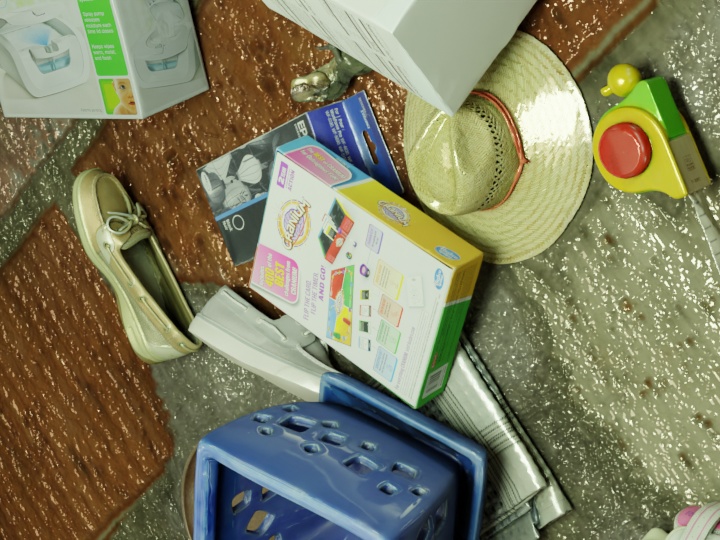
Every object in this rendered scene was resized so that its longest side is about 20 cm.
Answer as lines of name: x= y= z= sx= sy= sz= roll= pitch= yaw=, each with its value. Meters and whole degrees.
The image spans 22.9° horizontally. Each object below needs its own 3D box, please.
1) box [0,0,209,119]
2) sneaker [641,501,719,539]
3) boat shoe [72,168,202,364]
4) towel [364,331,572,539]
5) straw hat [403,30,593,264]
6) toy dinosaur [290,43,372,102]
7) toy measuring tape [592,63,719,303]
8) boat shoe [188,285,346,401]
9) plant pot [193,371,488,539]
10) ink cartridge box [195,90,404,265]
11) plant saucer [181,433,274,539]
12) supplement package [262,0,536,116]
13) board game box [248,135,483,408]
box: x=-0.256 y=-0.238 z=1.644 sx=0.200 sy=0.097 sz=0.177 roll=6 pitch=117 yaw=40
sneaker: x=0.280 y=0.219 z=1.353 sx=0.200 sy=0.081 sz=0.088 roll=-30 pitch=85 yaw=41
boat shoe: x=-0.213 y=-0.009 z=1.710 sx=0.063 sy=0.073 sz=0.201 roll=-17 pitch=95 yaw=35
towel: x=0.071 y=0.169 z=1.547 sx=0.193 sy=0.035 sz=0.200 roll=-41 pitch=77 yaw=41
straw hat: x=0.084 y=-0.091 z=1.417 sx=0.201 sy=0.085 sz=0.201 roll=14 pitch=113 yaw=37
toy dinosaur: x=0.010 y=-0.214 z=1.473 sx=0.200 sy=0.047 sz=0.088 roll=-30 pitch=87 yaw=37
toy measuring tape: x=0.223 y=-0.058 z=1.322 sx=0.074 sy=0.074 sz=0.200 roll=-24 pitch=88 yaw=42
boat shoe: x=-0.068 y=0.069 z=1.615 sx=0.200 sy=0.072 sz=0.069 roll=23 pitch=79 yaw=41
plant pot: x=-0.009 y=0.213 z=1.477 sx=0.200 sy=0.180 sz=0.200 roll=25 pitch=130 yaw=30
ink cartridge box: x=-0.057 y=-0.080 z=1.574 sx=0.200 sy=0.039 sz=0.100 roll=-24 pitch=87 yaw=42
plant saucer: x=-0.089 y=0.241 z=1.706 sx=0.200 sy=0.037 sz=0.201 roll=15 pitch=113 yaw=38
supplement package: x=0.017 y=-0.248 z=1.343 sx=0.200 sy=0.151 sz=0.152 roll=34 pitch=86 yaw=28
board game box: x=0.000 y=0.000 z=1.494 sx=0.200 sy=0.040 sz=0.153 roll=36 pitch=131 yaw=26
